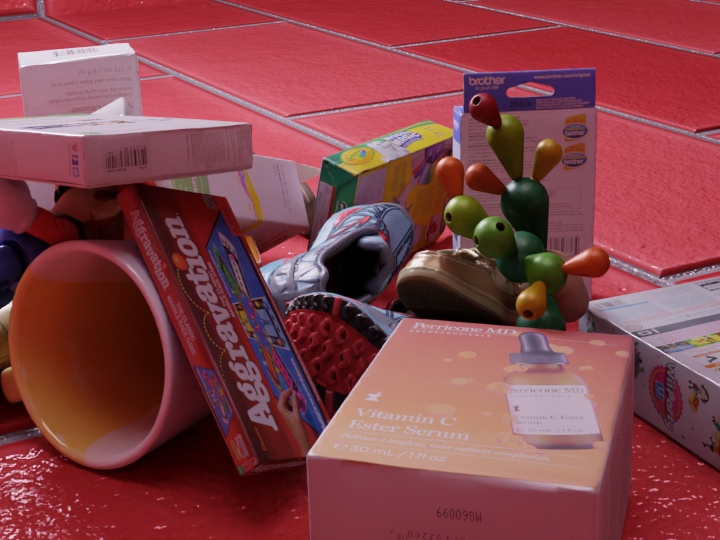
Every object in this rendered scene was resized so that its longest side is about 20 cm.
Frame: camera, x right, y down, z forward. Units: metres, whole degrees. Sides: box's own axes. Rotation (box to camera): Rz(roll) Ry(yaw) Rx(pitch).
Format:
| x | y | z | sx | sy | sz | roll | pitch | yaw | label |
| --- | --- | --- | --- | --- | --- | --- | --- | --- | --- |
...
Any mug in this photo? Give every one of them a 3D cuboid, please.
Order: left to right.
| x | y | z | sx | sy | sz | roll | pitch | yaw | label |
| --- | --- | --- | --- | --- | --- | --- | --- | --- | --- |
| -0.153 | 0.040 | 0.963 | 0.185 | 0.152 | 0.152 | 18 | 18 | 31 | mug |

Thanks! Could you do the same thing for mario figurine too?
| x | y | z | sx | sy | sz | roll | pitch | yaw | label |
| --- | --- | --- | --- | --- | --- | --- | --- | --- | --- |
| -0.237 | -0.028 | 0.993 | 0.199 | 0.107 | 0.123 | -28 | 18 | -32 | mario figurine |

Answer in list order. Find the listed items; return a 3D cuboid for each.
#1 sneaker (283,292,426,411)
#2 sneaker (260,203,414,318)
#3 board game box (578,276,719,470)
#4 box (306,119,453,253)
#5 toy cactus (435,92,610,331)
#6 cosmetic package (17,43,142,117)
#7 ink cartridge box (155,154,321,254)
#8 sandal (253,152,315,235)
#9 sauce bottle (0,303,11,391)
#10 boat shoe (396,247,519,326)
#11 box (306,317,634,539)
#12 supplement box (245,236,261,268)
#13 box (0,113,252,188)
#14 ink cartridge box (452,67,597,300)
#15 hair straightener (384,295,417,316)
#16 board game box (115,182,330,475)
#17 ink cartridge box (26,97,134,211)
| x | y | z | sx | sy | sz | roll | pitch | yaw | label |
| --- | --- | --- | --- | --- | --- | --- | --- | --- | --- |
| 0.035 | 0.070 | 0.976 | 0.198 | 0.080 | 0.095 | 20 | 10 | 27 | sneaker |
| 0.000 | 0.000 | 1.109 | 0.095 | 0.080 | 0.200 | -14 | 16 | 40 | sneaker |
| 0.265 | 0.069 | 0.953 | 0.146 | 0.065 | 0.200 | -10 | 19 | -21 | board game box |
| 0.030 | -0.069 | 1.281 | 0.048 | 0.119 | 0.199 | 27 | 30 | 29 | box |
| 0.124 | -0.009 | 0.929 | 0.101 | 0.202 | 0.165 | -25 | -28 | 18 | toy cactus |
| -0.259 | -0.106 | 1.294 | 0.111 | 0.203 | 0.081 | -9 | 19 | -13 | cosmetic package |
| -0.128 | -0.052 | 1.214 | 0.116 | 0.068 | 0.199 | -25 | -19 | 37 | ink cartridge box |
| -0.112 | -0.075 | 1.416 | 0.054 | 0.082 | 0.199 | -36 | 40 | -23 | sandal |
| -0.304 | 0.075 | 0.984 | 0.064 | 0.066 | 0.199 | 13 | 28 | 36 | sauce bottle |
| 0.091 | 0.010 | 1.009 | 0.072 | 0.064 | 0.200 | 2 | -12 | 36 | boat shoe |
| 0.070 | 0.115 | 0.768 | 0.150 | 0.108 | 0.200 | 3 | 20 | 15 | box |
| -0.179 | 0.020 | 1.130 | 0.197 | 0.068 | 0.069 | -6 | 19 | -11 | supplement box |
| -0.191 | -0.085 | 0.942 | 0.198 | 0.037 | 0.143 | 10 | 14 | 42 | box |
| 0.137 | -0.071 | 1.153 | 0.117 | 0.203 | 0.042 | -3 | 19 | -7 | ink cartridge box |
| 0.036 | 0.048 | 1.067 | 0.076 | 0.042 | 0.199 | 14 | 25 | 40 | hair straightener |
| -0.083 | 0.036 | 0.888 | 0.019 | 0.202 | 0.102 | -35 | -20 | 25 | board game box |
| -0.277 | -0.080 | 1.160 | 0.198 | 0.045 | 0.176 | -29 | 18 | -2 | ink cartridge box |
